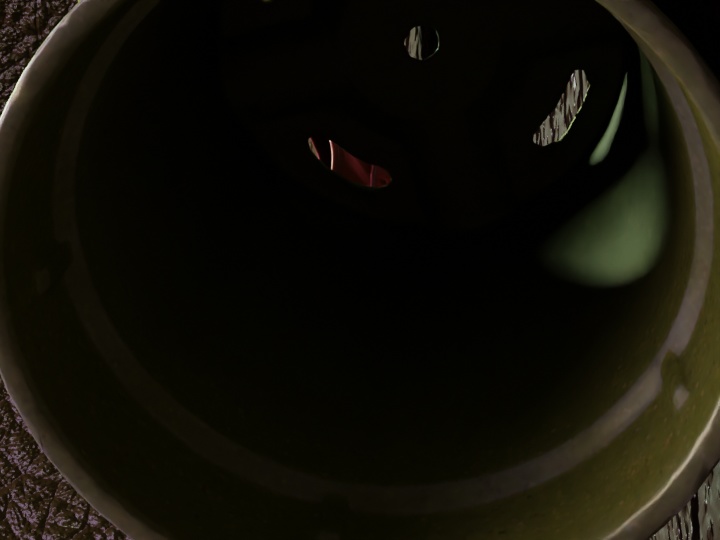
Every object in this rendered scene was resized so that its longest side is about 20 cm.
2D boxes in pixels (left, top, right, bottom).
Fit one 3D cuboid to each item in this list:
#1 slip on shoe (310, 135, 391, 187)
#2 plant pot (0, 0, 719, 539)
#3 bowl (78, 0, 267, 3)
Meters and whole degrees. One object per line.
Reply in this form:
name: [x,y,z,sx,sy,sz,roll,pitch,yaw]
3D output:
slip on shoe: [0.000,0.000,1.328,0.074,0.061,0.201,126,141,-77]
plant pot: [0.011,-0.034,0.731,0.184,0.200,0.201,-78,-9,-65]
bowl: [-0.028,-0.157,1.233,0.107,0.200,0.201,14,111,39]
